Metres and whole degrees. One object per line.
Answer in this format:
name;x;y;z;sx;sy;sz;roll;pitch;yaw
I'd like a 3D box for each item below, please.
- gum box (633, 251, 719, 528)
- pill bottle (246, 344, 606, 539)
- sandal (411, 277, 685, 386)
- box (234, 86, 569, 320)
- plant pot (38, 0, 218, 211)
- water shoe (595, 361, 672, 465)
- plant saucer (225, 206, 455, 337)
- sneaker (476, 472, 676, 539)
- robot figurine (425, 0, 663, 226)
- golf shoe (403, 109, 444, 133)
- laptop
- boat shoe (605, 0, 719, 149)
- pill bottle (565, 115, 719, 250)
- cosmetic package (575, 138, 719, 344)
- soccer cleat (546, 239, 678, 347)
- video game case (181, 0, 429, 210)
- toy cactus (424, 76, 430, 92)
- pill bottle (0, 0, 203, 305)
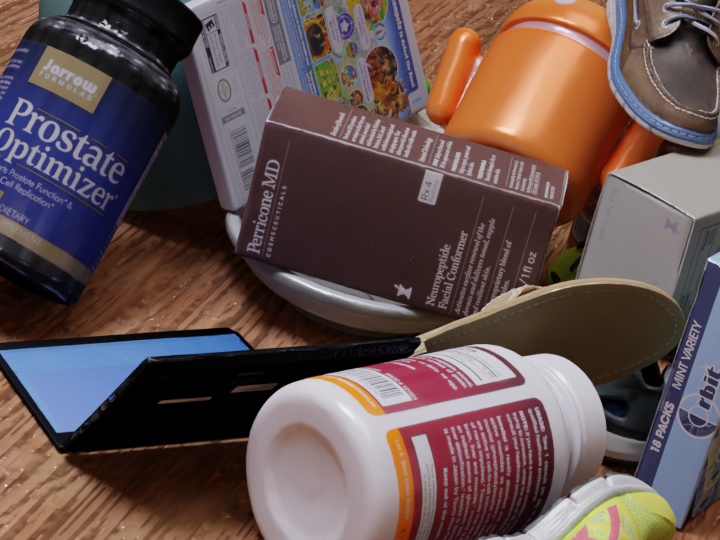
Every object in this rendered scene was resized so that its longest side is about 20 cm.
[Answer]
gum box;0.254;0.053;1.312;0.044;0.171;0.200;28;27;26
pill bottle;0.043;0.103;1.154;0.199;0.114;0.113;-9;33;-42
sandal;0.092;0.037;1.286;0.210;0.078;0.070;-18;31;4
box;0.027;-0.039;1.344;0.199;0.101;0.075;16;25;4
plant pot;-0.140;-0.167;1.474;0.199;0.162;0.201;-12;36;9
water shoe;0.162;0.050;1.376;0.071;0.079;0.200;5;26;-22
plant saucer;0.000;0.000;1.426;0.199;0.051;0.200;12;24;-5
sneaker;0.116;0.177;1.100;0.090;0.079;0.199;39;38;27
robot figurine;0.129;-0.113;1.470;0.143;0.201;0.117;6;-32;44
golf shoe;0.049;-0.084;1.538;0.199;0.075;0.092;34;61;-5
laptop;-0.096;0.045;1.207;0.176;0.200;0.104;-4;67;-33
boat shoe;0.207;-0.160;1.383;0.072;0.073;0.201;14;36;-17
pill bottle;0.233;-0.085;1.557;0.111;0.201;0.112;13;25;-6
cosmetic package;0.233;-0.024;1.351;0.073;0.104;0.199;33;32;33
soccer cleat;0.221;0.033;1.486;0.199;0.084;0.065;16;59;37
video game case;-0.037;-0.146;1.436;0.199;0.144;0.018;-30;26;-36
toy cactus;-0.009;-0.100;1.616;0.199;0.102;0.165;-9;52;-47
pill bottle;-0.183;-0.089;1.304;0.111;0.201;0.112;27;-8;4
